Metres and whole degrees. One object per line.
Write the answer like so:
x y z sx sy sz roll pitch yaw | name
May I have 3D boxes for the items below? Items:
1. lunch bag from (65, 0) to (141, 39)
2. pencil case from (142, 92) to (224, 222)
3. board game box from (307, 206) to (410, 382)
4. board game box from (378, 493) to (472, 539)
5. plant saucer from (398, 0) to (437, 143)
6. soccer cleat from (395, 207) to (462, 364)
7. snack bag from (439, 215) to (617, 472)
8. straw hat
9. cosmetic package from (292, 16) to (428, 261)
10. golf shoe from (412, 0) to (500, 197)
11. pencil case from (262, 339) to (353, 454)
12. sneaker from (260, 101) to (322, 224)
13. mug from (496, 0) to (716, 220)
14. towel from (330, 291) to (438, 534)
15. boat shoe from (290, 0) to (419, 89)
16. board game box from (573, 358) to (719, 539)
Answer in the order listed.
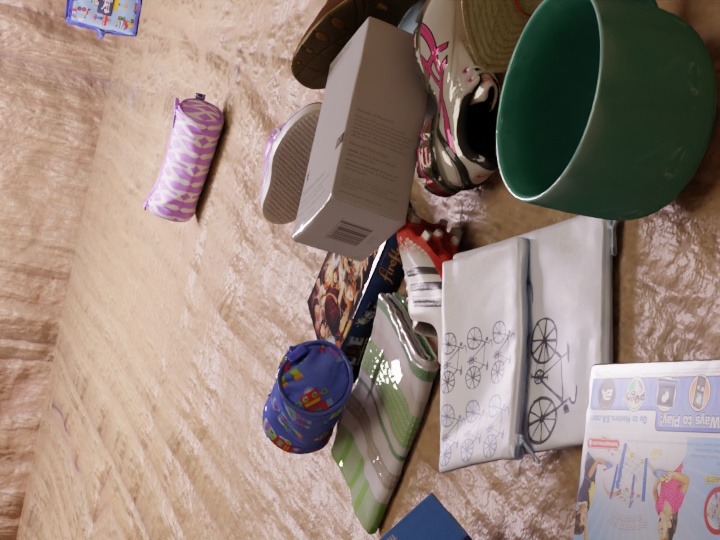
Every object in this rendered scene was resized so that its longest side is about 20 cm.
-0.548 -0.586 3.123 0.094 0.149 0.202 145 132 -61 | lunch bag
-0.279 -0.175 2.311 0.084 0.085 0.201 -116 40 -56 | pencil case
0.000 0.000 1.562 0.136 0.034 0.201 -108 34 -52 | board game box
0.020 0.247 1.141 0.152 0.045 0.200 -42 -14 -3 | board game box
0.066 -0.227 1.490 0.201 0.038 0.203 -170 90 -69 | plant saucer
0.067 0.012 1.335 0.086 0.068 0.200 -63 30 20 | soccer cleat
0.129 0.058 1.154 0.199 0.021 0.191 -18 63 52 | snack bag
0.161 -0.250 1.178 0.084 0.201 0.203 12 92 28 | straw hat
0.005 -0.125 1.398 0.113 0.080 0.202 138 146 -59 | cosmetic package
0.100 -0.172 1.345 0.092 0.072 0.202 -17 72 51 | golf shoe
-0.057 0.133 1.518 0.078 0.087 0.200 -40 -9 -19 | pencil case
-0.083 -0.163 1.812 0.201 0.072 0.115 124 152 -47 | sneaker
0.184 -0.128 1.027 0.152 0.113 0.187 -133 57 -66 | mug
0.018 0.139 1.455 0.149 0.030 0.201 -116 41 -59 | towel
0.005 -0.268 1.485 0.200 0.072 0.068 -47 26 12 | boat shoe
0.207 0.157 0.912 0.200 0.055 0.198 169 110 -68 | board game box
